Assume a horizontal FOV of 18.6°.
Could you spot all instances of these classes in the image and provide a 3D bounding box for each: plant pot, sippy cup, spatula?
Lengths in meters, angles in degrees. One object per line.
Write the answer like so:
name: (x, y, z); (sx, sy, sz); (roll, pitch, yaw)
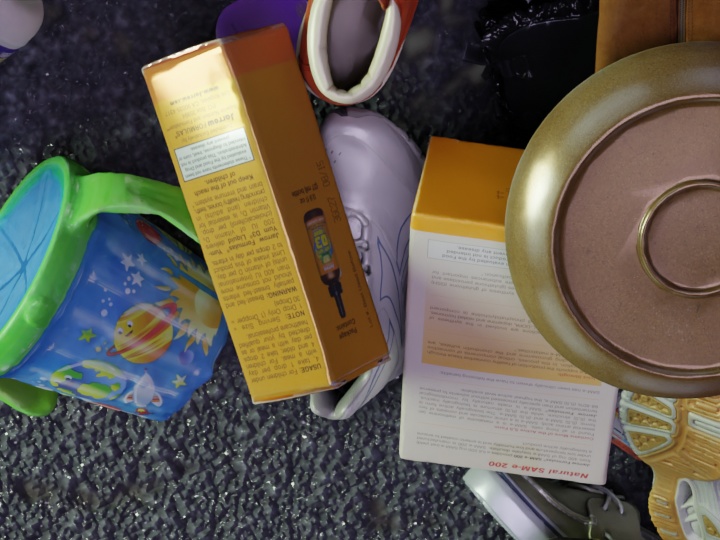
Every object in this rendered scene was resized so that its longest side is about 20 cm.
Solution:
plant pot: (0.176, -0.020, 1.154); (0.200, 0.027, 0.200); (-1, 111, -2)
sippy cup: (-0.150, 0.021, 1.287); (0.130, 0.178, 0.140); (27, 77, -24)
spatula: (0.006, -0.173, 1.273); (0.200, 0.021, 0.057); (-32, 98, 7)

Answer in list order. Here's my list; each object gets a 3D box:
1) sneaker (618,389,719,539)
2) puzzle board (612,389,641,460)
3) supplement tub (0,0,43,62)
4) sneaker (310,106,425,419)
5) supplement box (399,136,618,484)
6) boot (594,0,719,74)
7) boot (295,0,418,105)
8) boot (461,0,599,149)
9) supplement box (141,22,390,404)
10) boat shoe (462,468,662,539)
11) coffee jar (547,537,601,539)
sneaker: (0.206, 0.089, 1.292); (0.076, 0.088, 0.200); (25, 151, 27)
puzzle board: (0.146, 0.033, 1.324); (0.200, 0.017, 0.151); (35, 131, -18)
supplement tub: (-0.292, -0.133, 1.205); (0.200, 0.145, 0.145); (-36, 109, 10)
sneaker: (0.000, 0.000, 1.283); (0.074, 0.087, 0.200); (7, 123, 17)
supplement box: (0.091, 0.026, 1.267); (0.126, 0.074, 0.200); (8, 133, 6)
boot: (0.205, -0.162, 1.130); (0.188, 0.068, 0.200); (-8, 113, 0)
boot: (0.014, -0.184, 1.207); (0.075, 0.107, 0.200); (14, 100, -1)
boot: (0.167, -0.100, 1.283); (0.198, 0.073, 0.163); (-11, 115, 8)
supplement box: (-0.051, -0.031, 1.219); (0.069, 0.067, 0.200); (-17, 94, 35)
boat shoe: (0.149, 0.168, 1.395); (0.200, 0.072, 0.062); (38, 94, -27)
coffee jar: (0.186, 0.228, 1.345); (0.200, 0.085, 0.104); (14, 108, -24)
